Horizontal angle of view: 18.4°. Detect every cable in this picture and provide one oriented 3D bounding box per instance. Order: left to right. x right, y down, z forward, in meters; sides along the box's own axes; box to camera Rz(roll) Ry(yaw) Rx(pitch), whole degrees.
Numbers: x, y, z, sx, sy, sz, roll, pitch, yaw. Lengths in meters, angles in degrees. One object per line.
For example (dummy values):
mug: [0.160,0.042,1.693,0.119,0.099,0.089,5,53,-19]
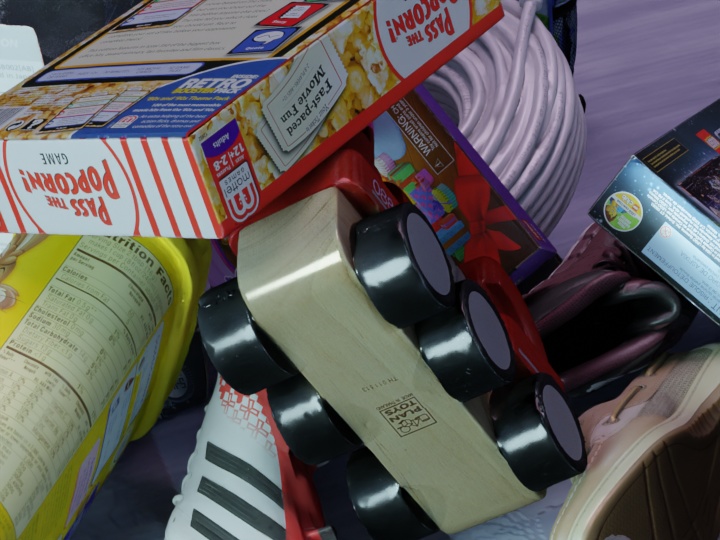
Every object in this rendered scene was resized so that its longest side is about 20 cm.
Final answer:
cable: [0.019,-0.061,1.157,0.200,0.069,0.200,-15,47,17]

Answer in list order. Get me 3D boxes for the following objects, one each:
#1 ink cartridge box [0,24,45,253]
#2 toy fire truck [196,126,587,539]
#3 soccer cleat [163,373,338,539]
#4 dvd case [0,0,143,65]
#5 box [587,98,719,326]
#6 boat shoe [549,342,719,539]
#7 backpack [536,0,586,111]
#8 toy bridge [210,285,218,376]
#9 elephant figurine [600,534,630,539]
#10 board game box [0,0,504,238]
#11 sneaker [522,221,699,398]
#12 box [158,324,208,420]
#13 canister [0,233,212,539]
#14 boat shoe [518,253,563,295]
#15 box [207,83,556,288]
ink cartridge box: [-0.192,-0.044,1.044,0.162,0.200,0.057,5,36,18]
toy fire truck: [0.000,0.000,0.971,0.129,0.176,0.200,-25,39,20]
soccer cleat: [-0.054,0.101,0.968,0.085,0.069,0.200,-22,41,4]
dvd case: [-0.153,-0.090,1.184,0.146,0.200,0.022,24,43,-9]
box: [0.200,-0.017,1.091,0.137,0.038,0.200,40,24,9]
boat shoe: [0.125,0.089,0.989,0.065,0.072,0.200,-1,25,33]
backpack: [0.040,-0.165,1.348,0.183,0.200,0.147,3,28,11]
toy bridge: [-0.040,0.049,1.129,0.067,0.027,0.200,-5,27,-4]
elephant figurine: [0.165,0.177,0.772,0.200,0.155,0.142,12,-14,8]
board game box: [-0.057,-0.082,0.931,0.151,0.046,0.200,3,32,41]
sneaker: [0.134,0.016,1.074,0.200,0.076,0.115,-36,5,-33]
box: [-0.202,0.052,1.128,0.200,0.044,0.160,-22,32,-31]
canister: [-0.147,0.067,0.948,0.086,0.149,0.200,25,44,5]
boat shoe: [0.050,-0.022,1.204,0.074,0.073,0.200,-19,30,-27]
box: [-0.021,-0.042,1.064,0.200,0.137,0.039,52,12,14]
